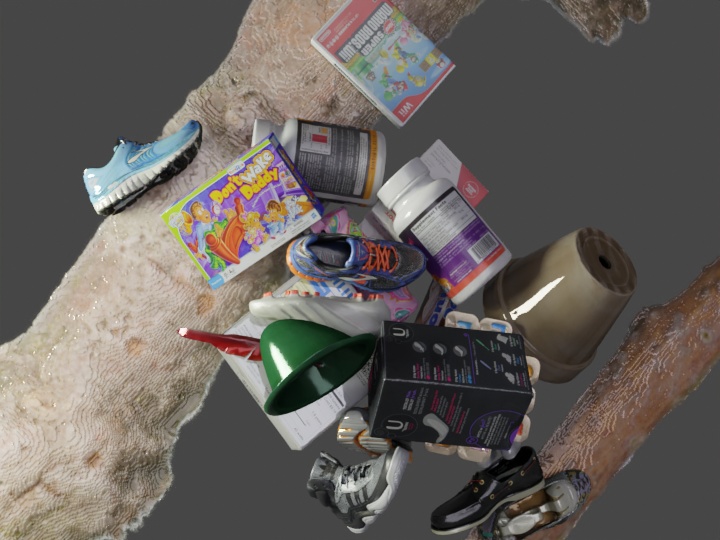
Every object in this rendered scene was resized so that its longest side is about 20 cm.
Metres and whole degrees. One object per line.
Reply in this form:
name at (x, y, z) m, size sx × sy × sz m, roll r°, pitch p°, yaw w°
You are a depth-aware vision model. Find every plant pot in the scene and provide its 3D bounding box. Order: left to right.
plant pot at (0.305, 0.036, 1.399) m, size 0.197 × 0.174 × 0.203 m, roll 20°, pitch 47°, yaw -22°

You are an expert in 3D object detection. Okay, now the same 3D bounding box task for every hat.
hat at (-0.103, 0.075, 1.255) m, size 0.197 × 0.167 × 0.177 m, roll -20°, pitch 65°, yaw -34°

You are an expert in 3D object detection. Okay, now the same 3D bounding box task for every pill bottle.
pill bottle at (-0.066, -0.164, 1.426) m, size 0.195 × 0.116 × 0.119 m, roll 8°, pitch 80°, yaw -10°
pill bottle at (0.117, -0.060, 1.378) m, size 0.111 × 0.111 × 0.201 m, roll -39°, pitch 86°, yaw -13°

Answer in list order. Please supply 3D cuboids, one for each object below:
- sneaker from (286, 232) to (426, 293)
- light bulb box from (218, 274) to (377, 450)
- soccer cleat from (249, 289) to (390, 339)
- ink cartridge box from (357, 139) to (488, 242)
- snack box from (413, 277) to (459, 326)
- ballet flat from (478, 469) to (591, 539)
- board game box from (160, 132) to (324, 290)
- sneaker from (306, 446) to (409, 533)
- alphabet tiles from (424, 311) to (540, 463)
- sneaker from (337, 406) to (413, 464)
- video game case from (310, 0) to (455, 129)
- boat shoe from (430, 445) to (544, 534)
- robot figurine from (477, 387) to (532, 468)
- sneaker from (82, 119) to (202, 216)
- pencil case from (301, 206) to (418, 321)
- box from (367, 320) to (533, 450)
sneaker at (-0.002, -0.014, 1.311) m, size 0.195 × 0.078 × 0.077 m, roll 1°, pitch 78°, yaw -11°
light bulb box at (-0.074, 0.119, 1.380) m, size 0.199 × 0.125 × 0.200 m, roll -37°, pitch 89°, yaw -14°
soccer cleat at (-0.054, 0.068, 1.295) m, size 0.195 × 0.069 × 0.080 m, roll 3°, pitch 87°, yaw -11°
ink cartridge box at (0.088, -0.086, 1.470) m, size 0.116 × 0.067 × 0.200 m, roll 44°, pitch 77°, yaw -2°
snack box at (0.132, 0.030, 1.458) m, size 0.024 × 0.071 × 0.203 m, roll 30°, pitch 77°, yaw -25°
ballet flat at (0.275, 0.363, 1.441) m, size 0.197 × 0.072 × 0.073 m, roll -22°, pitch 86°, yaw -13°
board game box at (-0.169, -0.084, 1.371) m, size 0.198 × 0.045 × 0.136 m, roll -32°, pitch 104°, yaw 14°
sneaker at (-0.011, 0.292, 1.339) m, size 0.112 × 0.201 × 0.076 m, roll 29°, pitch 47°, yaw -1°
alphabet tiles at (0.153, 0.165, 1.362) m, size 0.191 × 0.015 × 0.205 m, roll 10°, pitch 90°, yaw 7°
sneaker at (0.023, 0.223, 1.367) m, size 0.077 × 0.200 × 0.079 m, roll 1°, pitch 69°, yaw 22°
video game case at (0.037, -0.346, 1.524) m, size 0.200 × 0.017 × 0.143 m, roll 43°, pitch 76°, yaw -3°
boat shoe at (0.184, 0.327, 1.421) m, size 0.198 × 0.073 × 0.064 m, roll -24°, pitch 106°, yaw -20°
robot figurine at (0.174, 0.187, 1.424) m, size 0.167 × 0.113 × 0.204 m, roll -21°, pitch 86°, yaw 15°
sneaker at (-0.320, -0.169, 1.399) m, size 0.198 × 0.078 × 0.091 m, roll -35°, pitch 86°, yaw -14°
pencil case at (0.000, 0.000, 1.429) m, size 0.087 × 0.087 × 0.201 m, roll -38°, pitch 93°, yaw -14°
box at (0.114, 0.153, 1.264) m, size 0.195 × 0.124 × 0.107 m, roll 6°, pitch 42°, yaw -7°
